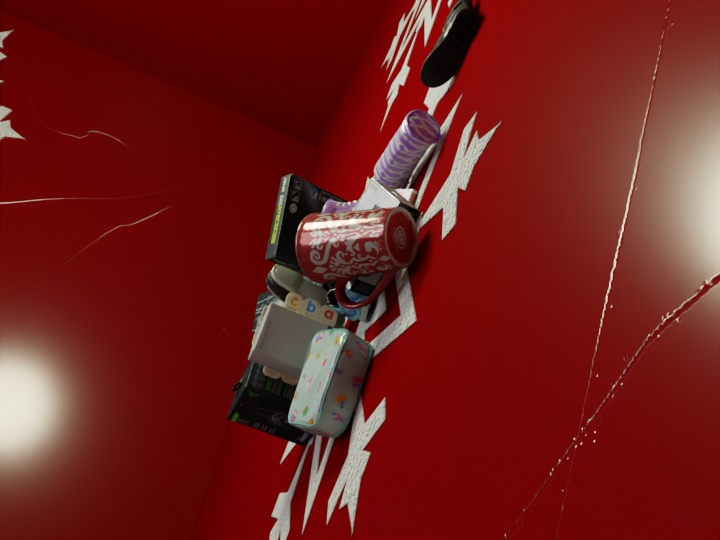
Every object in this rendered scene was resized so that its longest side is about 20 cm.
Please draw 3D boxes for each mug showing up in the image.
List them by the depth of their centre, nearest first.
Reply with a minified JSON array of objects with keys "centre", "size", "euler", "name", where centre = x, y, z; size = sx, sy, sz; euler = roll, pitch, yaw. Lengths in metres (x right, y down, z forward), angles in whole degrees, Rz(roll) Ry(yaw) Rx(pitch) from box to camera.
[{"centre":[0.007,-0.035,1.498],"size":[0.198,0.179,0.134],"euler":[-7,37,38],"name":"mug"}]

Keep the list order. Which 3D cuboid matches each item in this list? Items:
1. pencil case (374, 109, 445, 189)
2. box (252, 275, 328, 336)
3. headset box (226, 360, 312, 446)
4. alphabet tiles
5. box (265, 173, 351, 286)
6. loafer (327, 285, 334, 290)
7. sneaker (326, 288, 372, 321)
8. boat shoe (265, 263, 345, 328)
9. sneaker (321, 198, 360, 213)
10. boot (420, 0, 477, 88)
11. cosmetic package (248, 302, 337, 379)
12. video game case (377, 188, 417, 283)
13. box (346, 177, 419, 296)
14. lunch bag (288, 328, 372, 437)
[{"centre":[0.095,-0.241,1.672],"size":[0.084,0.085,0.200],"euler":[-46,-5,-31],"name":"pencil case"},{"centre":[-0.151,0.108,1.944],"size":[0.180,0.105,0.200],"euler":[-24,22,7],"name":"box"},{"centre":[-0.177,0.274,1.742],"size":[0.175,0.198,0.094],"euler":[126,163,-51],"name":"headset box"},{"centre":[-0.125,0.150,1.718],"size":[0.015,0.198,0.198],"euler":[126,161,-60],"name":"alphabet tiles"},{"centre":[-0.106,-0.087,1.808],"size":[0.047,0.199,0.196],"euler":[-13,61,46],"name":"box"},{"centre":[-0.031,-0.037,1.925],"size":[0.068,0.070,0.202],"euler":[-18,-40,-59],"name":"loafer"},{"centre":[-0.029,0.056,1.711],"size":[0.200,0.089,0.079],"euler":[161,131,-79],"name":"sneaker"},{"centre":[-0.124,0.066,1.801],"size":[0.060,0.199,0.074],"euler":[-47,11,45],"name":"boat shoe"},{"centre":[-0.012,-0.138,1.782],"size":[0.200,0.114,0.073],"euler":[-41,-15,-14],"name":"sneaker"},{"centre":[0.196,-0.500,1.757],"size":[0.201,0.069,0.175],"euler":[-56,12,25],"name":"boot"},{"centre":[-0.117,0.159,1.658],"size":[0.081,0.198,0.114],"euler":[134,155,-64],"name":"cosmetic package"},{"centre":[0.034,-0.072,1.671],"size":[0.142,0.017,0.203],"euler":[4,72,50],"name":"video game case"},{"centre":[0.020,-0.065,1.604],"size":[0.202,0.060,0.117],"euler":[-60,40,13],"name":"box"},{"centre":[-0.059,0.208,1.533],"size":[0.160,0.076,0.202],"euler":[-16,51,61],"name":"lunch bag"}]
